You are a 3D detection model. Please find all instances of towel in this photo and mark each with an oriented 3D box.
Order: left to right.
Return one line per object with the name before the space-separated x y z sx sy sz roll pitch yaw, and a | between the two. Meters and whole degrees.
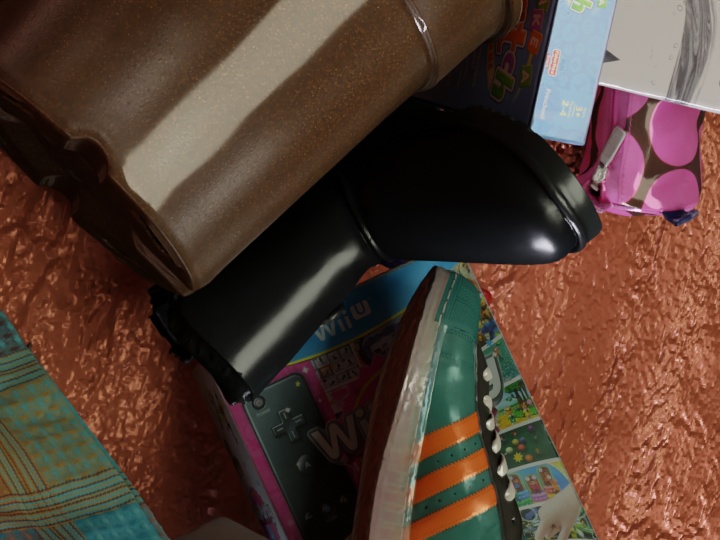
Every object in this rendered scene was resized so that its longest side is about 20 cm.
towel | -0.165 0.092 1.019 0.146 0.200 0.022 -8 137 -44

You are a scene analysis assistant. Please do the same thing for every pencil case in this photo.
pencil case | 0.165 -0.131 1.350 0.093 0.090 0.202 -6 105 -46

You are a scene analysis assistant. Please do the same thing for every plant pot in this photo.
plant pot | -0.065 -0.110 1.060 0.198 0.200 0.201 -47 132 -14

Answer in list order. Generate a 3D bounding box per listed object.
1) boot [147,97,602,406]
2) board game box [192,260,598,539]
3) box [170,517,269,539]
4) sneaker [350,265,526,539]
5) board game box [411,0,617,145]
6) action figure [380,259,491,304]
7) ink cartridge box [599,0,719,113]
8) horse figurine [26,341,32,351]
boot | 0.000 0.000 1.084 0.168 0.200 0.077 -44 119 -14
board game box | 0.022 0.108 1.197 0.147 0.064 0.201 -25 85 -12
box | -0.067 0.246 1.041 0.199 0.198 0.173 -24 119 -35
sneaker | 0.043 0.102 1.136 0.079 0.071 0.202 11 84 -9
board game box | 0.067 -0.150 1.164 0.036 0.200 0.153 10 97 -24
action figure | -0.003 -0.030 1.240 0.199 0.051 0.066 24 81 -47
ink cartridge box | 0.163 -0.166 1.258 0.198 0.083 0.148 12 99 -8
horse figurine | -0.211 0.128 1.075 0.199 0.050 0.134 -23 106 -32
